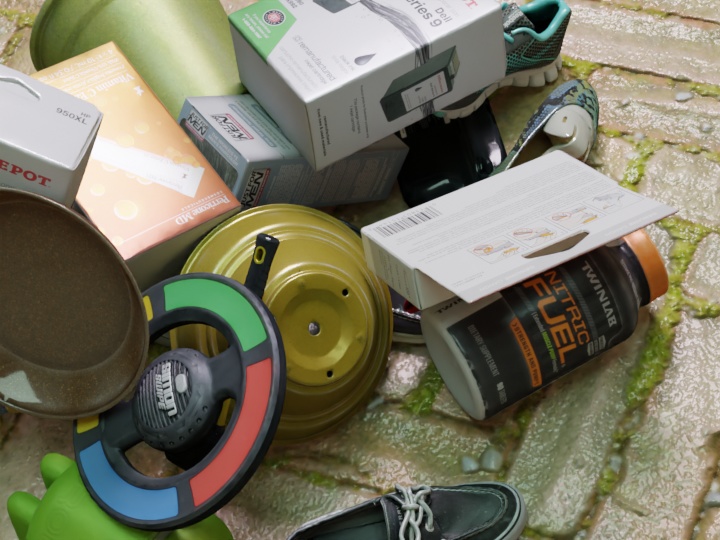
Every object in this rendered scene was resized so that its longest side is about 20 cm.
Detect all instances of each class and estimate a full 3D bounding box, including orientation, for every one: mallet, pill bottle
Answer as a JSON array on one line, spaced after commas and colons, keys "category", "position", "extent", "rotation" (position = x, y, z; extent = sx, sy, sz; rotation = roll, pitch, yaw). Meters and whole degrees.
[{"category": "mallet", "position": [-0.091, 0.074, 1.325], "extent": [0.066, 0.041, 0.202], "rotation": [29, 105, 25]}, {"category": "pill bottle", "position": [0.158, 0.033, 1.424], "extent": [0.199, 0.107, 0.107], "rotation": [-29, 55, -11]}]

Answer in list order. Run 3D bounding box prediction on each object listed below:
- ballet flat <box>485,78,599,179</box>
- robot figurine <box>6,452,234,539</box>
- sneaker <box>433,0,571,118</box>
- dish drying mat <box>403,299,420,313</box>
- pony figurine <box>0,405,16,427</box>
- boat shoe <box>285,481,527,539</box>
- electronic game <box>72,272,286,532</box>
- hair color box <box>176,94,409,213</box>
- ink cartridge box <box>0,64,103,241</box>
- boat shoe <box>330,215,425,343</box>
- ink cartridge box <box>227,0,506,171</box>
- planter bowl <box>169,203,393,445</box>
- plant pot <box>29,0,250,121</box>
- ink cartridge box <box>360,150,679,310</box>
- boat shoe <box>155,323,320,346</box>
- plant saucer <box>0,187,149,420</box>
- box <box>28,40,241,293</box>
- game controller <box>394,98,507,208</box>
[{"category": "ballet flat", "position": [0.167, -0.093, 1.529], "extent": [0.074, 0.074, 0.201], "rotation": [28, 70, 26]}, {"category": "robot figurine", "position": [-0.181, 0.221, 1.340], "extent": [0.199, 0.116, 0.176], "rotation": [23, 53, 23]}, {"category": "sneaker", "position": [0.118, -0.207, 1.571], "extent": [0.199, 0.092, 0.078], "rotation": [-26, 63, -36]}, {"category": "dish drying mat", "position": [0.130, -0.016, 1.456], "extent": [0.199, 0.077, 0.018], "rotation": [-25, 75, -24]}, {"category": "pony figurine", "position": [-0.304, 0.033, 1.488], "extent": [0.191, 0.167, 0.202], "rotation": [-6, 69, -3]}, {"category": "boat shoe", "position": [0.034, 0.203, 1.347], "extent": [0.197, 0.068, 0.074], "rotation": [-11, 54, 1]}, {"category": "electronic game", "position": [-0.139, 0.097, 1.288], "extent": [0.198, 0.042, 0.202], "rotation": [-15, 62, 29]}, {"category": "hair color box", "position": [-0.063, -0.107, 1.522], "extent": [0.199, 0.061, 0.099], "rotation": [-8, 42, -45]}, {"category": "ink cartridge box", "position": [-0.300, -0.057, 1.333], "extent": [0.143, 0.201, 0.085], "rotation": [22, 40, -6]}, {"category": "boat shoe", "position": [0.000, 0.000, 1.497], "extent": [0.199, 0.065, 0.072], "rotation": [27, 60, 23]}, {"category": "ink cartridge box", "position": [0.007, -0.195, 1.479], "extent": [0.199, 0.084, 0.146], "rotation": [-28, 50, -17]}, {"category": "planter bowl", "position": [-0.050, 0.046, 1.390], "extent": [0.200, 0.201, 0.083], "rotation": [-37, 14, -17]}, {"category": "plant pot", "position": [-0.179, -0.180, 1.593], "extent": [0.199, 0.201, 0.185], "rotation": [-31, 67, -13]}, {"category": "ink cartridge box", "position": [0.126, -0.023, 1.363], "extent": [0.199, 0.045, 0.176], "rotation": [-22, 29, -20]}, {"category": "boat shoe", "position": [-0.109, 0.039, 1.484], "extent": [0.198, 0.070, 0.071], "rotation": [15, 59, 19]}, {"category": "plant saucer", "position": [-0.245, 0.020, 1.288], "extent": [0.198, 0.202, 0.037], "rotation": [8, 32, 15]}, {"category": "box", "position": [-0.212, -0.076, 1.447], "extent": [0.124, 0.098, 0.200], "rotation": [-28, 68, -31]}, {"category": "game controller", "position": [0.072, -0.143, 1.610], "extent": [0.104, 0.042, 0.201], "rotation": [-23, 53, 11]}]
